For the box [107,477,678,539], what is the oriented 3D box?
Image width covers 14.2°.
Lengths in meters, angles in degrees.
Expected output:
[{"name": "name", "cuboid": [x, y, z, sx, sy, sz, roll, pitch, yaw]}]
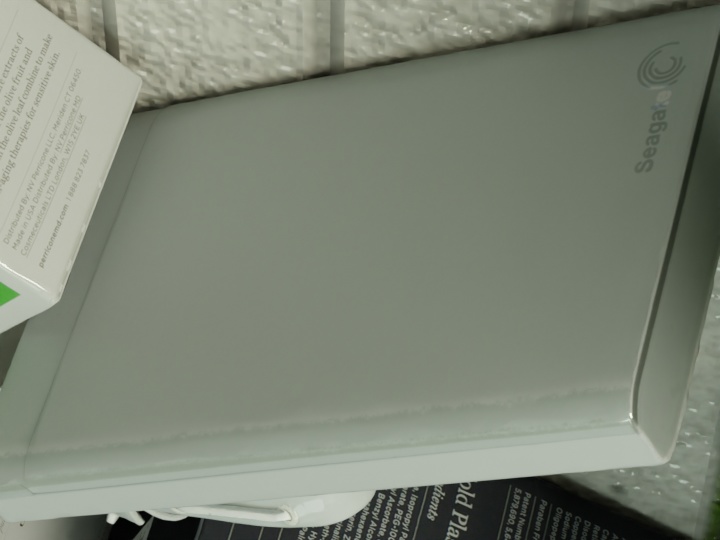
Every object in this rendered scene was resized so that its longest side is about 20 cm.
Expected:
[{"name": "box", "cuboid": [-0.002, 0.144, 0.982, 0.181, 0.105, 0.200, 24, 145, -11]}]

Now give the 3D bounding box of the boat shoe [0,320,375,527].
[{"name": "boat shoe", "cuboid": [-0.067, 0.045, 0.870, 0.199, 0.072, 0.069, -5, 118, 45]}]

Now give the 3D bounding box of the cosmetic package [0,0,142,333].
[{"name": "cosmetic package", "cuboid": [-0.174, -0.061, 0.794, 0.199, 0.085, 0.107, 34, 145, -23]}]

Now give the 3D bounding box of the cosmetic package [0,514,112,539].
[{"name": "cosmetic package", "cuboid": [-0.138, 0.132, 0.940, 0.050, 0.201, 0.083, 1, 142, 21]}]

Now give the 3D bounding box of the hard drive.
[{"name": "hard drive", "cuboid": [0.000, 0.000, 0.757, 0.199, 0.132, 0.026, -8, 138, 32]}]
